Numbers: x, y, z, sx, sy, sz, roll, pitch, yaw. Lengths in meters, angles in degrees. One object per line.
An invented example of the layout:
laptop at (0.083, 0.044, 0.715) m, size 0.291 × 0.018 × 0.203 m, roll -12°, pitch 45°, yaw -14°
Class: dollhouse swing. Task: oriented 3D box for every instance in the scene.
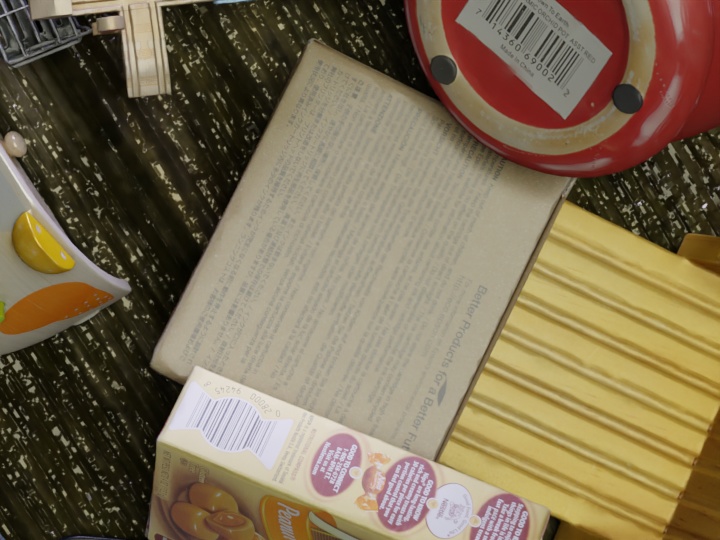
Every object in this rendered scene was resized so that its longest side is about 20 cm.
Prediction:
dollhouse swing at (0.157, 0.064, 1.227) m, size 0.176 × 0.182 × 0.200 m, roll 28°, pitch 84°, yaw -23°

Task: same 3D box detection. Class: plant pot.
plant pot at (0.137, -0.158, 1.164) m, size 0.182 × 0.200 × 0.201 m, roll -34°, pitch 99°, yaw -49°

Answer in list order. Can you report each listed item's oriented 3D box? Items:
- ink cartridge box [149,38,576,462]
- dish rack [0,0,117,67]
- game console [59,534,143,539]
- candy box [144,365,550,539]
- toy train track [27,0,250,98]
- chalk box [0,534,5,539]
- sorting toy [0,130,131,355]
ink cartridge box at (0.000, 0.000, 1.214) m, size 0.165 × 0.075 × 0.200 m, roll 27°, pitch 84°, yaw -3°
dish rack at (-0.139, -0.203, 1.204) m, size 0.200 × 0.055 × 0.154 m, roll -24°, pitch 95°, yaw -11°
game console at (-0.074, 0.242, 1.189) m, size 0.200 × 0.171 × 0.118 m, roll 6°, pitch 115°, yaw -14°
candy box at (-0.010, 0.133, 1.166) m, size 0.200 × 0.115 × 0.055 m, roll 22°, pitch 58°, yaw 6°
toy train track at (-0.075, -0.155, 1.174) m, size 0.200 × 0.033 × 0.115 m, roll -8°, pitch 93°, yaw -12°
chalk box at (-0.218, 0.189, 1.127) m, size 0.125 × 0.200 × 0.124 m, roll -36°, pitch 139°, yaw -10°
sorting toy at (-0.253, -0.019, 1.166) m, size 0.180 × 0.107 × 0.200 m, roll -32°, pitch 97°, yaw 7°
